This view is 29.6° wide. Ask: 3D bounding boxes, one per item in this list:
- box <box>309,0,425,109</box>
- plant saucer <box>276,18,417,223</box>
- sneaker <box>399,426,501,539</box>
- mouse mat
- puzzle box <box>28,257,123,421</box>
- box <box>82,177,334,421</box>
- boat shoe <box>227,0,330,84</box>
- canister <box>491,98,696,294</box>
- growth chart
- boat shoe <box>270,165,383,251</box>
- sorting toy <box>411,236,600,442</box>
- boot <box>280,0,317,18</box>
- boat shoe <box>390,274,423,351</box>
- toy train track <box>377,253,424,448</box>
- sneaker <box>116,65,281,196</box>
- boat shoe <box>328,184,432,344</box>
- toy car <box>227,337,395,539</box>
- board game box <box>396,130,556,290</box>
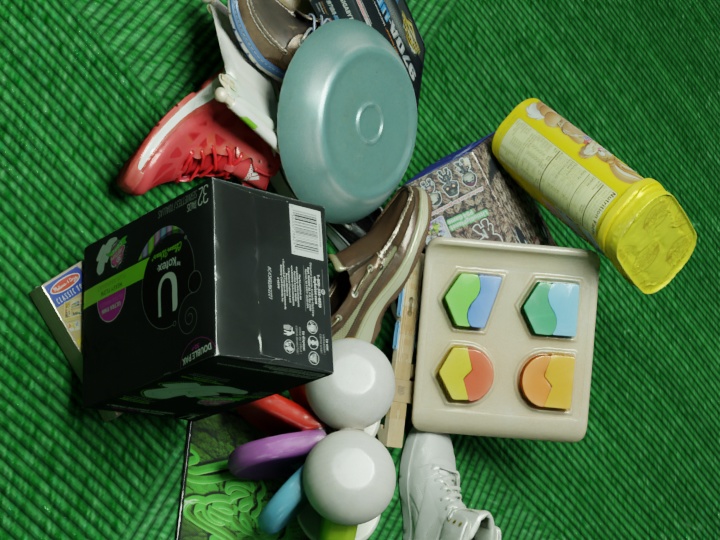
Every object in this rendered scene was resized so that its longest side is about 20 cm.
[{"bbox_3d":[0.011,-0.264,1.463,0.160,0.045,0.201,-81,152,-44],"label":"box"},{"bbox_3d":[-0.001,-0.146,1.343,0.199,0.036,0.203,-9,102,-48],"label":"plant saucer"},{"bbox_3d":[0.097,0.241,1.376,0.073,0.115,0.203,20,60,-34],"label":"sneaker"},{"bbox_3d":[-0.087,0.224,1.285,0.198,0.007,0.163,22,60,-35],"label":"mouse mat"},{"bbox_3d":[-0.193,0.029,1.245,0.200,0.025,0.134,-38,101,-44],"label":"puzzle box"},{"bbox_3d":[-0.132,0.032,1.141,0.123,0.199,0.151,13,65,-40],"label":"box"},{"bbox_3d":[-0.055,-0.223,1.360,0.200,0.072,0.073,43,42,-43],"label":"boat shoe"},{"bbox_3d":[0.240,-0.081,1.419,0.200,0.087,0.148,44,3,36],"label":"canister"},{"bbox_3d":[-0.105,-0.190,1.340,0.145,0.018,0.201,44,22,-41],"label":"growth chart"},{"bbox_3d":[-0.021,-0.075,1.415,0.200,0.068,0.074,52,47,-16],"label":"boat shoe"},{"bbox_3d":[0.150,0.073,1.396,0.182,0.036,0.203,5,94,-3],"label":"sorting toy"},{"bbox_3d":[-0.096,-0.294,1.411,0.200,0.066,0.176,48,34,-20],"label":"boot"},{"bbox_3d":[0.088,0.072,1.468,0.073,0.060,0.203,-14,84,-44],"label":"boat shoe"},{"bbox_3d":[0.036,0.081,1.414,0.114,0.032,0.203,14,81,-43],"label":"toy train track"},{"bbox_3d":[-0.138,-0.110,1.300,0.115,0.078,0.200,44,50,-7],"label":"sneaker"},{"bbox_3d":[0.002,0.001,1.361,0.074,0.075,0.205,26,85,-23],"label":"boat shoe"},{"bbox_3d":[-0.047,0.160,1.251,0.147,0.175,0.203,2,69,-6],"label":"toy car"},{"bbox_3d":[0.142,-0.034,1.496,0.202,0.096,0.159,63,21,-6],"label":"board game box"}]
